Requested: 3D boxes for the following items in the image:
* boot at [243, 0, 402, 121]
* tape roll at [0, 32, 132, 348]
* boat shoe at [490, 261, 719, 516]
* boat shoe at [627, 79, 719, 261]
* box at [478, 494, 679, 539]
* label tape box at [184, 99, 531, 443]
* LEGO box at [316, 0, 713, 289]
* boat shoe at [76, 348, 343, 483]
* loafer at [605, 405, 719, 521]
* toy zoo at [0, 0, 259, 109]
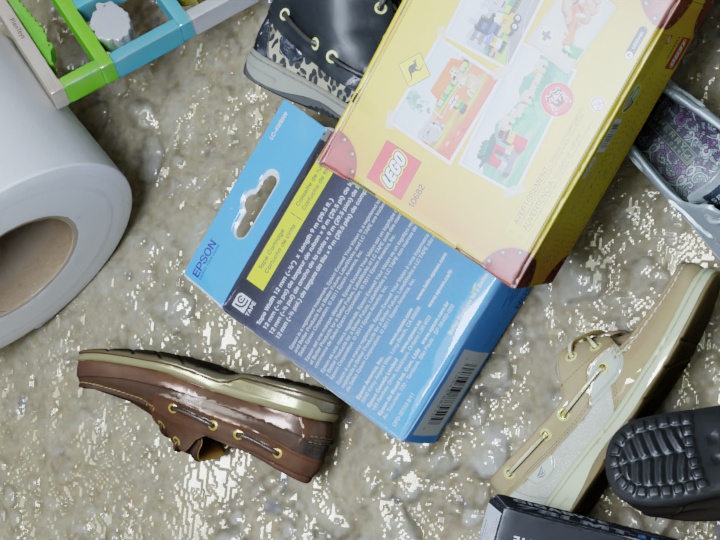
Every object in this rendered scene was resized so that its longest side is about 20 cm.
[{"bbox_3d":[0.023,-0.169,1.247,0.203,0.073,0.154,23,106,29],"label":"boot"},{"bbox_3d":[-0.277,-0.048,1.321,0.203,0.203,0.139,-47,68,15],"label":"tape roll"},{"bbox_3d":[0.148,0.073,1.178,0.066,0.074,0.200,36,101,18],"label":"boat shoe"},{"bbox_3d":[0.218,-0.047,1.155,0.201,0.071,0.070,46,105,21],"label":"boat shoe"},{"bbox_3d":[0.148,0.252,1.125,0.200,0.050,0.199,14,93,-6],"label":"box"},{"bbox_3d":[0.000,0.000,1.260,0.200,0.066,0.143,35,100,25],"label":"label tape box"},{"bbox_3d":[0.091,-0.111,1.139,0.149,0.077,0.200,34,105,19],"label":"LEGO box"},{"bbox_3d":[-0.110,0.095,1.300,0.200,0.072,0.068,12,89,23],"label":"boat shoe"},{"bbox_3d":[0.247,0.112,1.136,0.200,0.071,0.073,-3,65,11],"label":"loafer"},{"bbox_3d":[-0.152,-0.206,1.328,0.200,0.020,0.131,-30,60,-10],"label":"toy zoo"}]
